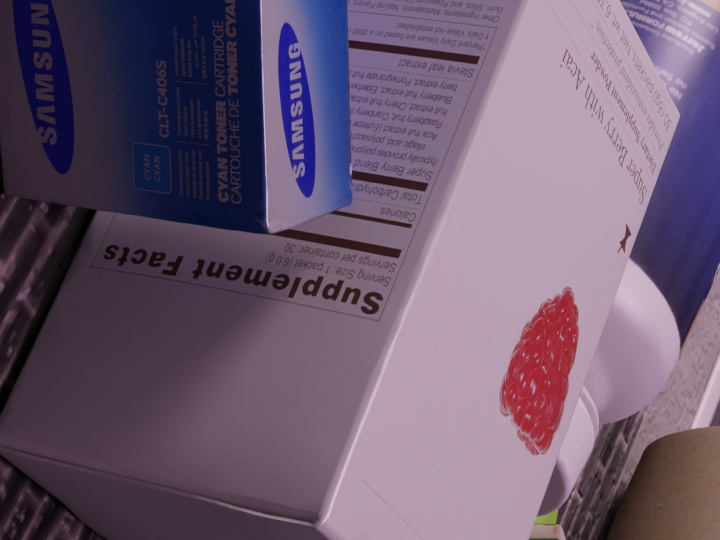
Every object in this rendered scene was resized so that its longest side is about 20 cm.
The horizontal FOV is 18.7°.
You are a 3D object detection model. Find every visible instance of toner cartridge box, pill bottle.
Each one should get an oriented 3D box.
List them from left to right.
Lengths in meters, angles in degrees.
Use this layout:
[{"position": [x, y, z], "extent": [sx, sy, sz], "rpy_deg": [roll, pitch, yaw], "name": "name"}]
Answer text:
[{"position": [-0.053, -0.116, 0.581], "extent": [0.043, 0.095, 0.201], "rpy_deg": [-23, 116, -52], "name": "toner cartridge box"}, {"position": [0.076, -0.015, 0.797], "extent": [0.201, 0.111, 0.111], "rpy_deg": [-61, 143, -29], "name": "pill bottle"}]

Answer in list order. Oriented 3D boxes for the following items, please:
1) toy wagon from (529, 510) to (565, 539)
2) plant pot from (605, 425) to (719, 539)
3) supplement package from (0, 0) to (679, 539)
[{"position": [0.025, 0.159, 0.827], "extent": [0.200, 0.039, 0.156], "rpy_deg": [11, 88, -59], "name": "toy wagon"}, {"position": [0.164, 0.177, 0.952], "extent": [0.187, 0.186, 0.201], "rpy_deg": [41, 49, -54], "name": "plant pot"}, {"position": [0.000, 0.000, 0.670], "extent": [0.121, 0.119, 0.201], "rpy_deg": [49, 57, -52], "name": "supplement package"}]
